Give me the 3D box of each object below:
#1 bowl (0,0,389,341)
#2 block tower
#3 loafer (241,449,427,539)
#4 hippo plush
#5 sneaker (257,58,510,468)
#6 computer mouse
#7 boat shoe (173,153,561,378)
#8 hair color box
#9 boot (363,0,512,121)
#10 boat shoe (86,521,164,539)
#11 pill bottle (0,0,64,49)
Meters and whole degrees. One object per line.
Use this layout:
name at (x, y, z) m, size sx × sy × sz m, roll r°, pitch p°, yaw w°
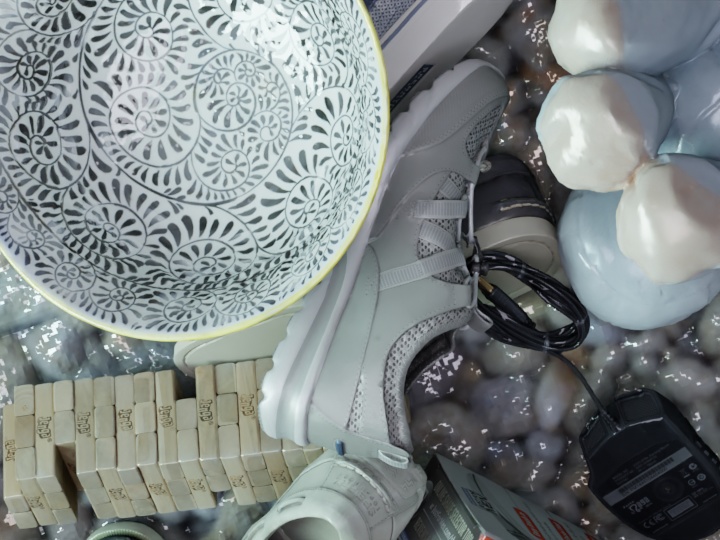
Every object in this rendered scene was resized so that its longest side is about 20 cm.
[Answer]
bowl at (-0.072, -0.071, 1.160) m, size 0.199 × 0.094 × 0.202 m, roll 1°, pitch 92°, yaw 15°
block tower at (-0.075, 0.082, 1.260) m, size 0.199 × 0.054 × 0.058 m, roll -8°, pitch 59°, yaw 3°
loafer at (-0.034, 0.148, 1.235) m, size 0.070 × 0.070 × 0.200 m, roll 38°, pitch 137°, yaw 9°
hippo plush at (0.133, -0.063, 1.175) m, size 0.159 × 0.161 × 0.201 m, roll 22°, pitch 64°, yaw -14°
sneaker at (0.029, -0.001, 1.181) m, size 0.082 × 0.075 × 0.201 m, roll 24°, pitch 78°, yaw 9°
computer mouse at (0.114, 0.059, 1.249) m, size 0.058 × 0.034 × 0.200 m, roll -31°, pitch 116°, yaw 20°
boat shoe at (0.000, 0.000, 1.259) m, size 0.199 × 0.073 × 0.063 m, roll -20°, pitch 57°, yaw 12°
hair color box at (0.114, 0.171, 1.231) m, size 0.199 × 0.111 × 0.064 m, roll 29°, pitch 98°, yaw -17°
boot at (-0.019, -0.102, 1.232) m, size 0.200 × 0.073 × 0.090 m, roll -45°, pitch 75°, yaw 13°
boat shoe at (-0.103, 0.230, 1.294) m, size 0.074 × 0.066 × 0.201 m, roll -8°, pitch 101°, yaw 11°
pill bottle at (-0.200, -0.113, 1.206) m, size 0.110 × 0.111 × 0.201 m, roll 30°, pitch 101°, yaw -4°
